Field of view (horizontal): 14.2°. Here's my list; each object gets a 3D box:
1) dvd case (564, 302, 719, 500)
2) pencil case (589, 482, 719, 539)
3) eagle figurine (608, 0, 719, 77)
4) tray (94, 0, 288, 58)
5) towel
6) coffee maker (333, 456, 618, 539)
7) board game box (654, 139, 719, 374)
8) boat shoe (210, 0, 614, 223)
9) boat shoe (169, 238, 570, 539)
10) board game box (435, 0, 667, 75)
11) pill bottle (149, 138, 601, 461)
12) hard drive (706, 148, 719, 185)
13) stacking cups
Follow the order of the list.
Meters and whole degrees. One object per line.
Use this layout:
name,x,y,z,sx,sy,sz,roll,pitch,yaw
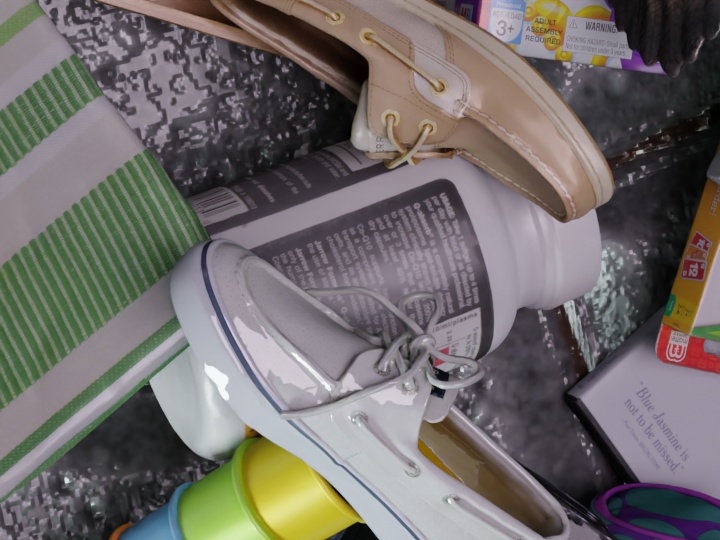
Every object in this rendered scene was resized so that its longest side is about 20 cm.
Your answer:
dvd case,0.214,0.052,1.439,0.200,0.018,0.143,-41,109,-11
pencil case,0.139,0.208,1.390,0.092,0.085,0.201,9,102,1
eagle figurine,0.147,-0.204,1.190,0.152,0.151,0.200,44,74,-33
tray,-0.087,-0.162,1.282,0.199,0.037,0.099,15,92,-23
towel,-0.161,-0.022,1.220,0.152,0.023,0.200,-39,82,5
coffee maker,0.029,0.179,1.293,0.134,0.192,0.201,34,85,-22
board game box,0.208,-0.042,1.379,0.095,0.030,0.201,12,102,-38
boat shoe,0.018,-0.079,1.244,0.200,0.074,0.069,40,73,13
boat shoe,0.015,0.051,1.177,0.086,0.075,0.202,-33,108,30
board game box,0.091,-0.197,1.308,0.104,0.103,0.201,5,96,-22
pill bottle,0.000,0.000,1.295,0.199,0.116,0.117,-20,105,-17
hard drive,0.275,-0.044,1.346,0.200,0.026,0.132,34,86,-14
stacking cups,-0.080,0.121,1.263,0.199,0.061,0.061,-29,113,29
